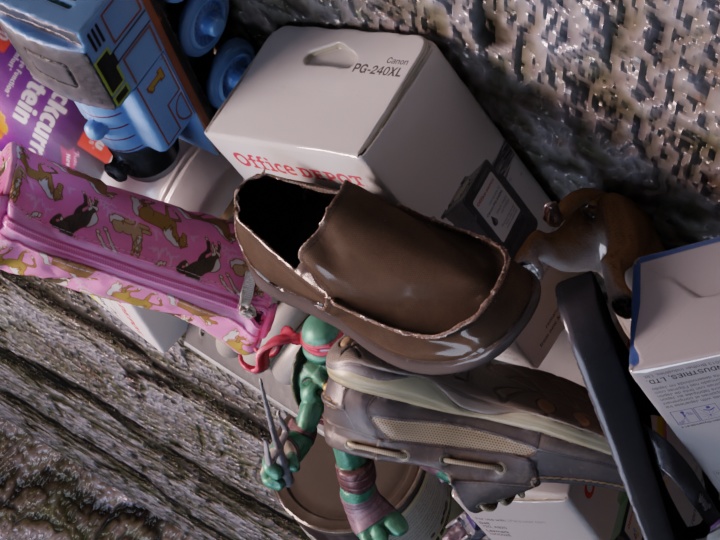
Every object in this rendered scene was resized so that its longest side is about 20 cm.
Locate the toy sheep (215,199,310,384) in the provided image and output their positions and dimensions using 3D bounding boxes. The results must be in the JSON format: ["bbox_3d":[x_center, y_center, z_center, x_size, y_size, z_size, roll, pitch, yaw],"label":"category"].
[{"bbox_3d":[-0.054,0.017,1.126,0.200,0.138,0.138,38,162,5],"label":"toy sheep"}]

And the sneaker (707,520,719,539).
[{"bbox_3d":[0.208,0.168,1.176,0.099,0.075,0.199,19,172,-39],"label":"sneaker"}]

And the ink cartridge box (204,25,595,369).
[{"bbox_3d":[0.024,-0.042,0.909,0.145,0.084,0.200,13,153,48],"label":"ink cartridge box"}]

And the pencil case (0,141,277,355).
[{"bbox_3d":[-0.144,-0.013,0.967,0.199,0.083,0.086,20,151,-22],"label":"pencil case"}]

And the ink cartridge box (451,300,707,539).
[{"bbox_3d":[0.153,0.132,1.007,0.083,0.146,0.200,-2,143,35],"label":"ink cartridge box"}]

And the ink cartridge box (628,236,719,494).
[{"bbox_3d":[0.233,0.066,0.764,0.136,0.077,0.200,-15,132,31],"label":"ink cartridge box"}]

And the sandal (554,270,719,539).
[{"bbox_3d":[0.149,0.090,0.777,0.076,0.043,0.201,-89,-23,-61],"label":"sandal"}]

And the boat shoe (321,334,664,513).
[{"bbox_3d":[0.072,0.094,0.881,0.199,0.074,0.075,17,-163,5],"label":"boat shoe"}]

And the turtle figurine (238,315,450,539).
[{"bbox_3d":[0.003,0.086,0.988,0.101,0.149,0.200,62,180,43],"label":"turtle figurine"}]

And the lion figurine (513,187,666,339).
[{"bbox_3d":[0.154,0.016,0.847,0.072,0.123,0.201,-10,120,31],"label":"lion figurine"}]

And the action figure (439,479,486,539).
[{"bbox_3d":[0.094,0.158,1.130,0.200,0.069,0.131,107,143,-77],"label":"action figure"}]

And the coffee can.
[{"bbox_3d":[0.013,0.213,1.460,0.146,0.147,0.200,24,159,28],"label":"coffee can"}]

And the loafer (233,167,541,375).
[{"bbox_3d":[0.001,-0.004,0.797,0.199,0.073,0.071,14,154,40],"label":"loafer"}]

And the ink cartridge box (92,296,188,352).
[{"bbox_3d":[-0.217,-0.043,1.254,0.199,0.084,0.145,34,163,26],"label":"ink cartridge box"}]

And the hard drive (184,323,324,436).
[{"bbox_3d":[-0.025,0.079,1.221,0.139,0.033,0.199,-1,-160,-43],"label":"hard drive"}]

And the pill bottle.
[{"bbox_3d":[-0.176,-0.103,1.056,0.199,0.112,0.112,32,162,4],"label":"pill bottle"}]

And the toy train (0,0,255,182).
[{"bbox_3d":[-0.132,-0.131,0.907,0.086,0.115,0.200,26,160,23],"label":"toy train"}]
